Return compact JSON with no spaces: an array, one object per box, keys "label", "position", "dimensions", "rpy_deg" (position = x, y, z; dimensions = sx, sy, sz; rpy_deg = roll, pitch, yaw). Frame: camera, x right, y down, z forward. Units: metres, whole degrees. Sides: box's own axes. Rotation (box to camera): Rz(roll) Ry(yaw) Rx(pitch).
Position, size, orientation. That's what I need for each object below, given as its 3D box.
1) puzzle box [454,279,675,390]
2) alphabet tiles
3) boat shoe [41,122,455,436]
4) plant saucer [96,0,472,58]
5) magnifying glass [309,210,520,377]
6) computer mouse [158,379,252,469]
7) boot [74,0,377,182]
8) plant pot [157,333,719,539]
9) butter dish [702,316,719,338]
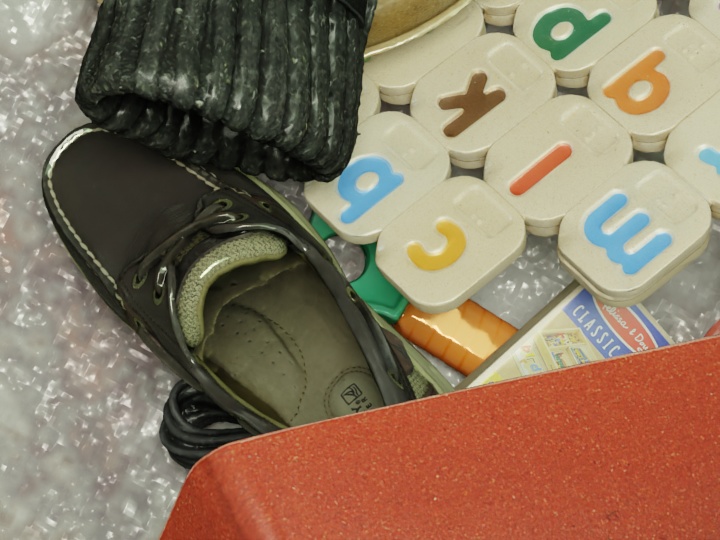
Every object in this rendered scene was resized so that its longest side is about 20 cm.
[{"label":"puzzle box","position":[0.103,0.114,0.935],"dimensions":[0.133,0.025,0.200],"rpy_deg":[-42,93,-4]},{"label":"alphabet tiles","position":[0.063,-0.075,0.927],"dimensions":[0.195,0.015,0.200],"rpy_deg":[-39,60,-13]},{"label":"boat shoe","position":[-0.039,0.007,0.873],"dimensions":[0.200,0.065,0.073],"rpy_deg":[38,84,26]},{"label":"plant saucer","position":[-0.024,-0.162,0.946],"dimensions":[0.199,0.035,0.201],"rpy_deg":[-1,74,3]},{"label":"magnifying glass","position":[0.000,0.000,0.951],"dimensions":[0.200,0.022,0.080],"rpy_deg":[32,78,-4]},{"label":"computer mouse","position":[-0.054,0.131,0.893],"dimensions":[0.109,0.044,0.201],"rpy_deg":[17,79,30]},{"label":"boot","position":[-0.078,-0.128,0.845],"dimensions":[0.210,0.079,0.158],"rpy_deg":[20,81,-20]},{"label":"plant pot","position":[0.049,0.157,0.762],"dimensions":[0.199,0.200,0.177],"rpy_deg":[-11,59,-28]},{"label":"butter dish","position":[0.222,-0.009,0.931],"dimensions":[0.200,0.148,0.199],"rpy_deg":[37,104,-30]}]
